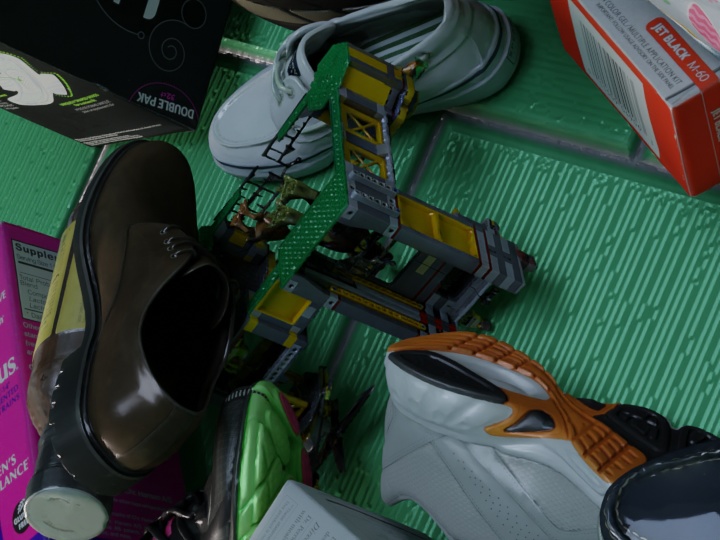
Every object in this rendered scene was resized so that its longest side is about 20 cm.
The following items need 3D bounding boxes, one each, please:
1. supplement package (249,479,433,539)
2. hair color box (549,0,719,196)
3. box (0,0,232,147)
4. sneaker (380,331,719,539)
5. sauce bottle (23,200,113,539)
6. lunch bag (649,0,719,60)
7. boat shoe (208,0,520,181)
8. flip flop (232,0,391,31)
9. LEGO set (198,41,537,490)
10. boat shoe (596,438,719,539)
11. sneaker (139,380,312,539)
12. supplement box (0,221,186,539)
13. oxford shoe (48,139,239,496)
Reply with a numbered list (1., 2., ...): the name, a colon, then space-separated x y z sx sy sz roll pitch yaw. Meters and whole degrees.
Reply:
1. supplement package: 0.031 0.194 0.740 0.200 0.114 0.110 35 94 43
2. hair color box: 0.189 -0.130 0.737 0.200 0.064 0.111 -30 50 -4
3. box: -0.186 -0.176 1.014 0.124 0.200 0.149 -2 69 51
4. sneaker: 0.091 0.103 0.773 0.200 0.076 0.092 28 120 33
5. sauce bottle: -0.133 0.046 0.891 0.065 0.065 0.200 -28 36 28
6. lunch bag: 0.135 -0.183 0.642 0.170 0.127 0.200 -46 68 4
7. boat shoe: -0.014 -0.106 0.942 0.200 0.067 0.074 -21 59 32
8. flip flop: 0.020 -0.175 0.935 0.200 0.081 0.058 -18 65 28
9. LEGO set: 0.000 0.000 0.876 0.200 0.116 0.154 -55 26 25
10. boat shoe: 0.184 0.090 0.651 0.200 0.062 0.075 3 70 18
11. sneaker: -0.079 0.142 0.834 0.084 0.077 0.200 20 108 11
12. supplement box: -0.168 0.089 0.955 0.101 0.103 0.200 -40 48 32
13. oxford shoe: -0.089 0.007 0.841 0.084 0.073 0.200 -32 42 29
